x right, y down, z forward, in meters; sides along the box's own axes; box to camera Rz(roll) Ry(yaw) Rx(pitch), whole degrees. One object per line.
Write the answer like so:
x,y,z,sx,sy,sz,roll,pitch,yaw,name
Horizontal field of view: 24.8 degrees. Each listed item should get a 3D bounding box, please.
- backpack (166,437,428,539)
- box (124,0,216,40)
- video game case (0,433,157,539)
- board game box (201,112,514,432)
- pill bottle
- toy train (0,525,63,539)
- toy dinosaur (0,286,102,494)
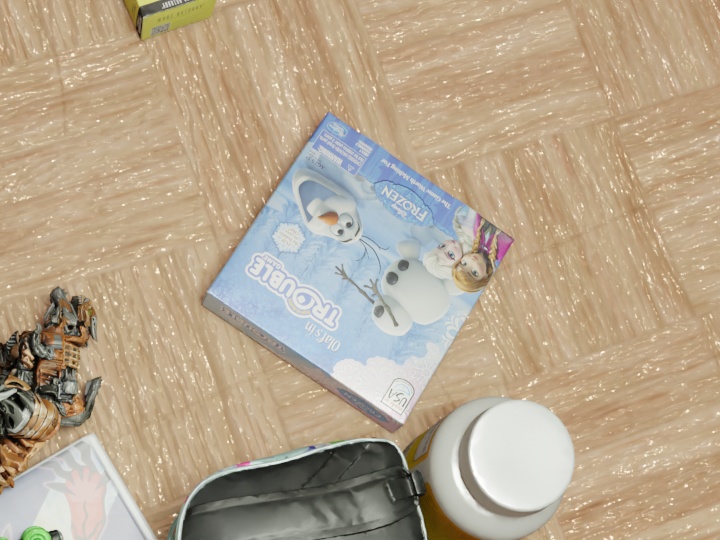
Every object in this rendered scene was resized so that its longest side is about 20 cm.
-0.053,0.230,1.266,0.198,0.151,0.179,-8,73,-23,backpack
-0.199,-0.310,1.447,0.075,0.050,0.201,-22,80,-18,box
-0.237,0.258,1.283,0.181,0.023,0.201,-30,82,-20,video game case
0.000,0.000,1.405,0.199,0.043,0.200,33,71,-2,board game box
0.098,0.163,1.295,0.112,0.200,0.114,4,73,-12,pill bottle
-0.318,0.245,1.237,0.198,0.042,0.057,-15,88,-16,toy train
-0.276,0.099,1.288,0.135,0.102,0.201,30,44,-20,toy dinosaur
